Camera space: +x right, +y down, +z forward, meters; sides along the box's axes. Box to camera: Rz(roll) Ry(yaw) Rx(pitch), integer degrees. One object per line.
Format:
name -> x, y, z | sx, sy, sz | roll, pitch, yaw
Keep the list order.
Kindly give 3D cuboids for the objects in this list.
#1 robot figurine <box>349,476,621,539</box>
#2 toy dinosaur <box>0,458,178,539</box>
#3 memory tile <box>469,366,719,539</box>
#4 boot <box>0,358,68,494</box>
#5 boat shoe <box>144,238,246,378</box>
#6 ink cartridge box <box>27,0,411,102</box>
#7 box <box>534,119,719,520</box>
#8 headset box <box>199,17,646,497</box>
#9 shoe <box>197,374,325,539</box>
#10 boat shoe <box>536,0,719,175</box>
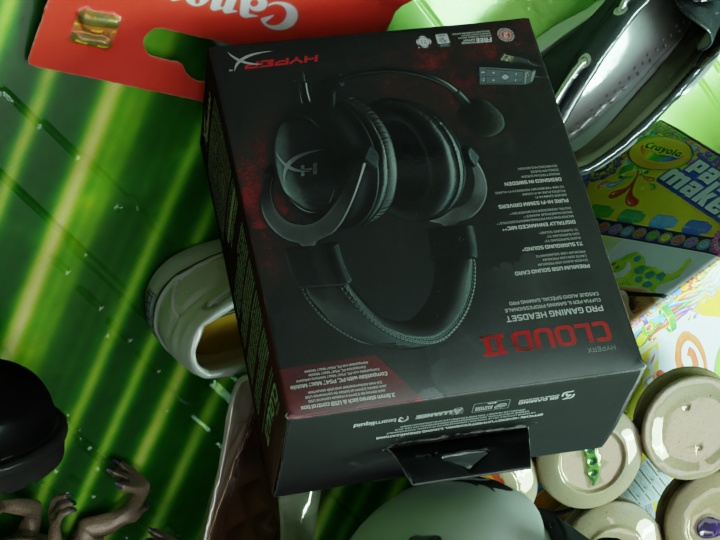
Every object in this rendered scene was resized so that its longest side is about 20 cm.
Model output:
robot figurine -> 0.074, 0.171, 0.707 | 0.200, 0.125, 0.151 | 38, 93, -18
toy dinosaur -> -0.132, 0.148, 0.824 | 0.199, 0.058, 0.101 | 27, 115, -32
memory tile -> 0.118, 0.152, 0.782 | 0.152, 0.017, 0.201 | -15, 107, -7
boot -> -0.211, 0.011, 0.695 | 0.210, 0.079, 0.159 | 5, 111, -27
boat shoe -> 0.000, 0.000, 0.796 | 0.199, 0.070, 0.071 | -18, 120, -16
ink cartridge box -> -0.032, -0.142, 0.697 | 0.159, 0.047, 0.201 | 10, 124, -27
box -> 0.145, 0.071, 0.867 | 0.192, 0.122, 0.201 | -35, 123, -6
headset box -> 0.021, -0.001, 0.715 | 0.148, 0.201, 0.077 | -6, 149, -12
shoe -> -0.054, 0.140, 0.786 | 0.053, 0.070, 0.201 | 10, 92, -62
boat shoe -> 0.151, -0.121, 0.818 | 0.200, 0.060, 0.076 | -48, 124, 2
